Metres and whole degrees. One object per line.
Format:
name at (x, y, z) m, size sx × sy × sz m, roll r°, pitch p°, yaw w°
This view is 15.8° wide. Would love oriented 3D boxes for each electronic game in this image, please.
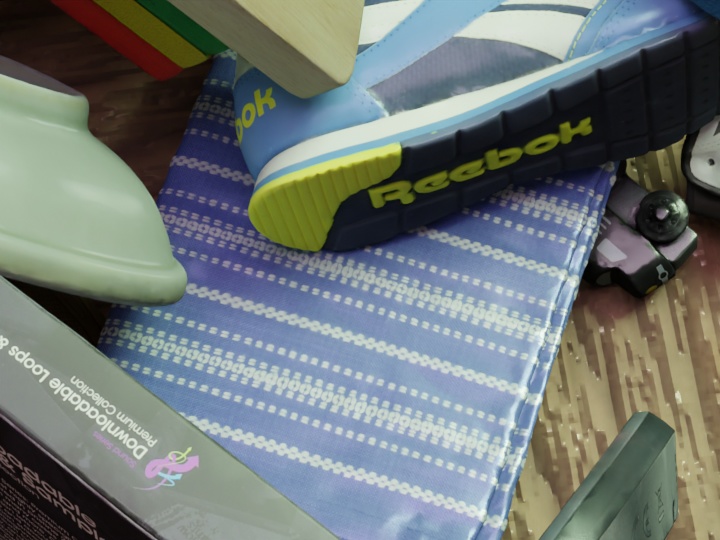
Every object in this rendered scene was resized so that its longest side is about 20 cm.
electronic game at (0.025, 0.122, 0.728) m, size 0.042 × 0.200 × 0.200 m, roll 37°, pitch 72°, yaw 7°

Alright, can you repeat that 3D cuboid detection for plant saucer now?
plant saucer at (-0.139, -0.048, 0.776) m, size 0.200 × 0.200 × 0.050 m, roll 23°, pitch 94°, yaw 10°

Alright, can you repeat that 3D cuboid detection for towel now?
towel at (0.000, 0.000, 0.846) m, size 0.144 × 0.024 × 0.200 m, roll 16°, pitch 67°, yaw 10°

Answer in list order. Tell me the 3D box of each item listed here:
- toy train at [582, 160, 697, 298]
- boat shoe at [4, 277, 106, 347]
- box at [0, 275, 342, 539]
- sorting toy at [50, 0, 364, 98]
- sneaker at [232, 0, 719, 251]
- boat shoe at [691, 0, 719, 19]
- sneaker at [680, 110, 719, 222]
toy train at (0.032, -0.060, 0.900) m, size 0.200 × 0.034 × 0.046 m, roll 41°, pitch 84°, yaw 16°
boat shoe at (-0.175, 0.000, 0.863) m, size 0.200 × 0.071 × 0.069 m, roll 31°, pitch 103°, yaw 3°
box at (-0.060, 0.085, 0.746) m, size 0.143 × 0.200 × 0.036 m, roll 36°, pitch 71°, yaw 15°
sorting toy at (-0.080, -0.176, 0.785) m, size 0.069 × 0.200 × 0.199 m, roll -19°, pitch 50°, yaw 38°
sneaker at (0.051, -0.075, 0.827) m, size 0.200 × 0.074 × 0.082 m, roll -16°, pitch 63°, yaw -6°
boat shoe at (0.087, -0.149, 0.810) m, size 0.069 × 0.084 × 0.200 m, roll -29°, pitch 66°, yaw -23°
sneaker at (0.171, -0.002, 0.864) m, size 0.115 × 0.076 × 0.201 m, roll -10°, pitch 77°, yaw 24°
